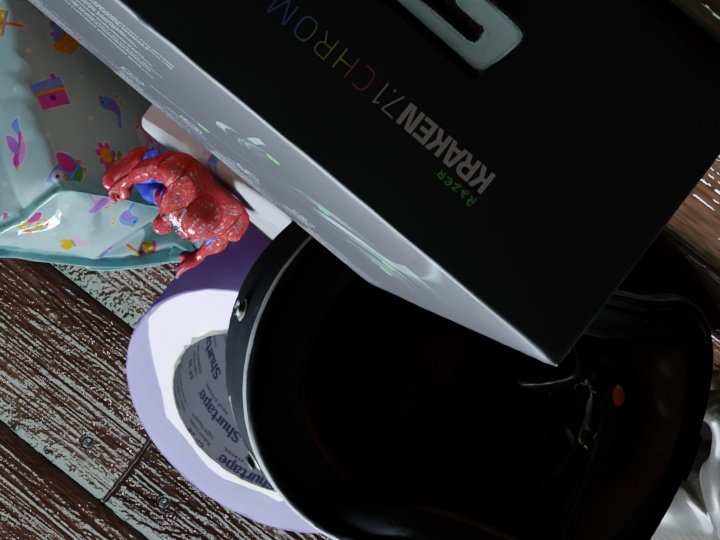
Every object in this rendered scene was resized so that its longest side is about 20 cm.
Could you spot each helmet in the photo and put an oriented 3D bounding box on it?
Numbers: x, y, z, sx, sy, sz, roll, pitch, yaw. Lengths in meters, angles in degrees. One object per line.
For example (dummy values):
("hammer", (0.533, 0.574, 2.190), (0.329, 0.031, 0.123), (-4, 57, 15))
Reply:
("helmet", (0.041, 0.047, 0.828), (0.191, 0.200, 0.200), (22, 169, 31))

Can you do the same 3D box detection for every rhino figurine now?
("rhino figurine", (0.154, 0.119, 0.993), (0.087, 0.060, 0.200), (57, 143, -4))

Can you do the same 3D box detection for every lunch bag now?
("lunch bag", (-0.185, -0.093, 1.258), (0.200, 0.122, 0.170), (7, -120, -54))

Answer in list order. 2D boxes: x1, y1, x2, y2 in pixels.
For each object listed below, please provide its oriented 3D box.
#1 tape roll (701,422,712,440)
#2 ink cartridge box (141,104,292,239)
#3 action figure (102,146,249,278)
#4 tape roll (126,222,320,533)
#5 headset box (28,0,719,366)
("tape roll", (0.227, 0.116, 1.083), (0.203, 0.037, 0.203), (38, 177, 2))
("ink cartridge box", (-0.011, -0.044, 0.997), (0.145, 0.084, 0.200), (42, 176, -34))
("action figure", (-0.101, -0.035, 0.998), (0.065, 0.052, 0.200), (47, 171, -14))
("tape roll", (-0.046, 0.069, 1.196), (0.200, 0.085, 0.200), (15, 131, 18))
("headset box", (-0.007, -0.070, 0.532), (0.174, 0.093, 0.200), (39, 176, -15))
